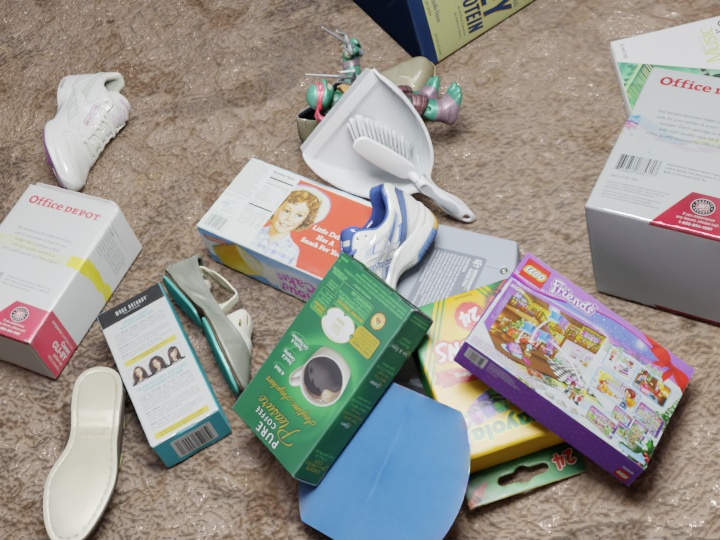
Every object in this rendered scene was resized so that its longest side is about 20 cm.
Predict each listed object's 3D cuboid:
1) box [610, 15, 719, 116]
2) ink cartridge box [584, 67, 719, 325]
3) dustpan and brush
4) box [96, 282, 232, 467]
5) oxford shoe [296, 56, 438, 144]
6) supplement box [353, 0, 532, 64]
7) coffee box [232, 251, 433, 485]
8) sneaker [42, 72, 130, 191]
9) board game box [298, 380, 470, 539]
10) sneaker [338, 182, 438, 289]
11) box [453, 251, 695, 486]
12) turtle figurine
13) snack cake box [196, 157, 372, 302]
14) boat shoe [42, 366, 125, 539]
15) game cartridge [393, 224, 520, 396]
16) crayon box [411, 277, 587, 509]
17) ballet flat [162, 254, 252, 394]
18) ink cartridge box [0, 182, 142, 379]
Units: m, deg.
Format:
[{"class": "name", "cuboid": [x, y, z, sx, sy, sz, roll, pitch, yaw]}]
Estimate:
[{"class": "box", "cuboid": [0.398, -0.227, 1.398, 0.197, 0.036, 0.146, -13, 51, 9]}, {"class": "ink cartridge box", "cuboid": [0.335, -0.079, 1.234, 0.144, 0.145, 0.201, 16, 60, 28]}, {"class": "dustpan and brush", "cuboid": [0.049, -0.116, 1.350, 0.140, 0.199, 0.058, -46, 29, 29]}, {"class": "box", "cuboid": [-0.216, 0.111, 1.328, 0.082, 0.049, 0.201, -28, 51, -5]}, {"class": "oxford shoe", "cuboid": [0.010, -0.209, 1.482, 0.199, 0.074, 0.071, -37, 49, -13]}, {"class": "supplement box", "cuboid": [0.101, -0.405, 1.563, 0.199, 0.135, 0.200, -33, 51, -9]}, {"class": "coffee box", "cuboid": [-0.030, 0.095, 1.199, 0.123, 0.044, 0.201, 37, 94, 41]}, {"class": "sneaker", "cuboid": [-0.354, -0.190, 1.583, 0.098, 0.075, 0.202, -10, 52, 12]}, {"class": "board game box", "cuboid": [0.030, 0.194, 1.160, 0.199, 0.039, 0.160, 18, 81, 43]}, {"class": "sneaker", "cuboid": [0.000, 0.000, 1.285, 0.075, 0.088, 0.201, -11, 45, 58]}, {"class": "box", "cuboid": [0.203, 0.089, 1.146, 0.199, 0.039, 0.137, 36, 53, 7]}, {"class": "turtle figurine", "cuboid": [0.010, -0.209, 1.405, 0.198, 0.102, 0.150, 5, 33, -24]}, {"class": "snack cake box", "cuboid": [-0.073, -0.041, 1.387, 0.198, 0.068, 0.115, 23, 62, 30]}, {"class": "boat shoe", "cuboid": [-0.284, 0.202, 1.275, 0.071, 0.060, 0.202, 2, 54, 0]}, {"class": "game cartridge", "cuboid": [0.091, 0.045, 1.290, 0.132, 0.041, 0.201, 12, 59, 29]}, {"class": "crayon box", "cuboid": [0.131, 0.115, 1.183, 0.125, 0.051, 0.202, -17, 62, -6]}, {"class": "ballet flat", "cuboid": [-0.155, 0.051, 1.345, 0.063, 0.068, 0.200, -27, 51, -15]}, {"class": "ink cartridge box", "cuboid": [-0.373, 0.008, 1.434, 0.144, 0.084, 0.201, 15, 60, 26]}]
